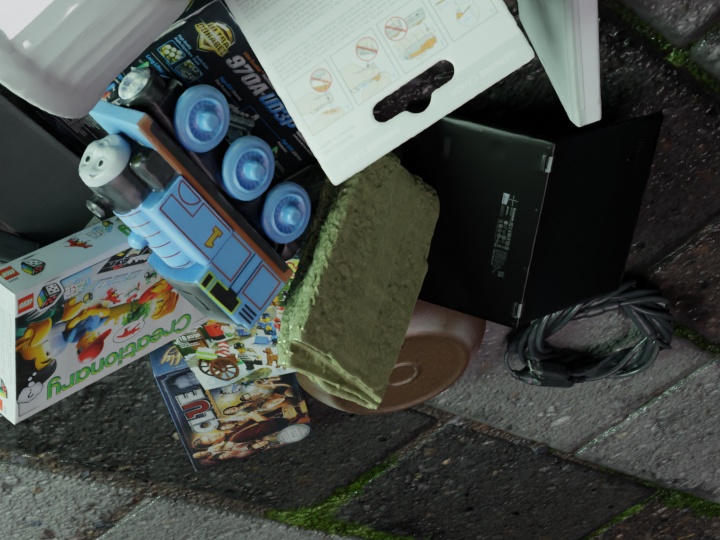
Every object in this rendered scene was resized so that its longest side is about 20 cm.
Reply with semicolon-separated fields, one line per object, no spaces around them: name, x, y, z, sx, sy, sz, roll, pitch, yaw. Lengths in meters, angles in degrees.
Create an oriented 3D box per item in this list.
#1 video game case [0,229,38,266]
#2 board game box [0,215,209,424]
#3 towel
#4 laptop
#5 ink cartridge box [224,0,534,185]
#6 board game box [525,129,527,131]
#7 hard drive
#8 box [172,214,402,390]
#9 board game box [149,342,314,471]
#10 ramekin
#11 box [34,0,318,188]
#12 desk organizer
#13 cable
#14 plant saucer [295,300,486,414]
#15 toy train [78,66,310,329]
video game case;-0.361;-0.015;0.943;0.199;0.026;0.181;20;153;-28
board game box;-0.188;0.020;0.972;0.200;0.035;0.127;-29;144;-40
towel;0.000;0.000;1.025;0.036;0.201;0.148;7;162;34
laptop;0.142;-0.059;1.141;0.199;0.116;0.188;16;123;14
ink cartridge box;0.002;-0.181;0.836;0.160;0.201;0.047;-31;176;19
board game box;0.122;-0.035;1.217;0.135;0.035;0.200;-23;143;5
hard drive;0.134;-0.214;0.904;0.026;0.132;0.200;-19;144;0
box;-0.077;0.029;1.123;0.199;0.038;0.137;-14;128;22
board game box;-0.127;0.128;1.316;0.135;0.035;0.200;-16;144;-4
ramekin;-0.187;-0.195;0.732;0.098;0.201;0.200;-36;142;10
box;-0.127;-0.121;0.979;0.158;0.046;0.200;-28;143;13
desk organizer;-0.243;-0.066;0.952;0.072;0.077;0.200;-52;141;-5
cable;0.263;0.066;1.415;0.199;0.051;0.164;6;132;-27
plant saucer;0.035;0.091;1.282;0.199;0.037;0.201;-13;147;-9
toy train;-0.117;-0.051;0.914;0.114;0.086;0.200;-56;133;-16
